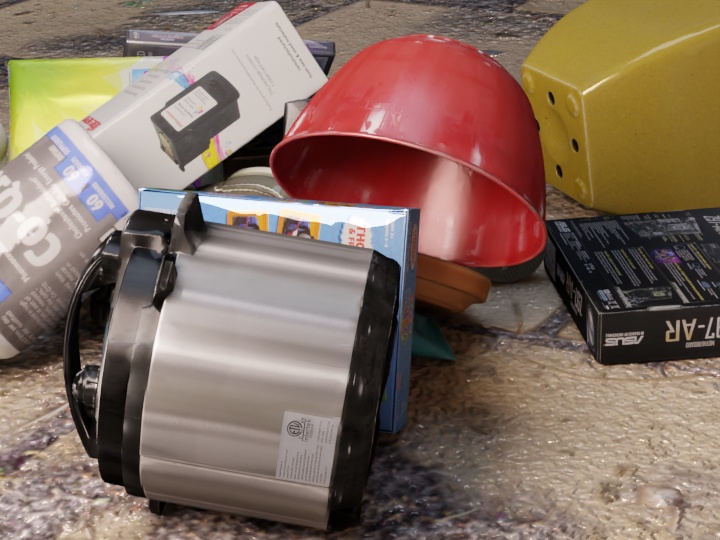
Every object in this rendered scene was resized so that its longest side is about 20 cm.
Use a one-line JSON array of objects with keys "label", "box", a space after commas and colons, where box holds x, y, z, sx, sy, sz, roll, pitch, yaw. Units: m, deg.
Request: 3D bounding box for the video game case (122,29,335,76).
[{"label": "video game case", "box": [-0.135, -0.191, 1.496, 0.198, 0.019, 0.143, 3, -20, -12]}]

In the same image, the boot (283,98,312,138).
[{"label": "boot", "box": [0.012, -0.112, 1.283, 0.164, 0.066, 0.200, -15, -9, -5]}]

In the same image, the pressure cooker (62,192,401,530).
[{"label": "pressure cooker", "box": [-0.081, 0.056, 0.919, 0.198, 0.177, 0.179, 9, -17, 2]}]

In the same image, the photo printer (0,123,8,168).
[{"label": "photo printer", "box": [-0.421, -0.063, 1.355, 0.165, 0.070, 0.200, -10, 31, 17]}]

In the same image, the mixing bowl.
[{"label": "mixing bowl", "box": [0.046, -0.093, 1.056, 0.199, 0.109, 0.200, 15, -18, 5]}]

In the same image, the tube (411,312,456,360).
[{"label": "tube", "box": [-0.028, 0.032, 1.146, 0.199, 0.051, 0.078, 14, 24, -16]}]

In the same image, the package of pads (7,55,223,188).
[{"label": "package of pads", "box": [-0.227, -0.118, 1.423, 0.198, 0.156, 0.068, -2, -10, -1]}]

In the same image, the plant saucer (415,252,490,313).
[{"label": "plant saucer", "box": [0.000, 0.000, 1.168, 0.199, 0.033, 0.200, 14, -6, 1]}]

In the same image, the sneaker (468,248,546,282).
[{"label": "sneaker", "box": [0.054, -0.045, 1.270, 0.199, 0.071, 0.080, 14, 30, -19]}]

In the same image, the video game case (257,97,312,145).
[{"label": "video game case", "box": [-0.003, -0.140, 1.418, 0.142, 0.019, 0.200, -19, -8, 15]}]

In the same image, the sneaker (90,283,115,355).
[{"label": "sneaker", "box": [-0.167, 0.023, 1.203, 0.081, 0.074, 0.200, 7, 25, -18]}]

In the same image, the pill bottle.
[{"label": "pill bottle", "box": [-0.256, -0.008, 1.119, 0.200, 0.114, 0.114, -40, 32, -8]}]

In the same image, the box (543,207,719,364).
[{"label": "box", "box": [0.242, 0.007, 1.211, 0.159, 0.044, 0.200, -4, 23, -5]}]

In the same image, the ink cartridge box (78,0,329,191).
[{"label": "ink cartridge box", "box": [-0.142, -0.136, 1.281, 0.200, 0.083, 0.146, -37, 17, -7]}]

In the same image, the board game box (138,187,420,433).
[{"label": "board game box", "box": [-0.061, 0.025, 1.057, 0.199, 0.153, 0.037, 6, 6, 19]}]

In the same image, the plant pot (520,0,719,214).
[{"label": "plant pot", "box": [0.264, -0.153, 1.419, 0.199, 0.197, 0.194, -17, 26, -18]}]

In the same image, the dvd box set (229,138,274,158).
[{"label": "dvd box set", "box": [-0.127, -0.140, 1.540, 0.198, 0.030, 0.146, -4, -6, -5]}]

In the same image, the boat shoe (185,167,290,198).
[{"label": "boat shoe", "box": [-0.130, -0.037, 1.273, 0.201, 0.073, 0.060, -11, 11, 39]}]
